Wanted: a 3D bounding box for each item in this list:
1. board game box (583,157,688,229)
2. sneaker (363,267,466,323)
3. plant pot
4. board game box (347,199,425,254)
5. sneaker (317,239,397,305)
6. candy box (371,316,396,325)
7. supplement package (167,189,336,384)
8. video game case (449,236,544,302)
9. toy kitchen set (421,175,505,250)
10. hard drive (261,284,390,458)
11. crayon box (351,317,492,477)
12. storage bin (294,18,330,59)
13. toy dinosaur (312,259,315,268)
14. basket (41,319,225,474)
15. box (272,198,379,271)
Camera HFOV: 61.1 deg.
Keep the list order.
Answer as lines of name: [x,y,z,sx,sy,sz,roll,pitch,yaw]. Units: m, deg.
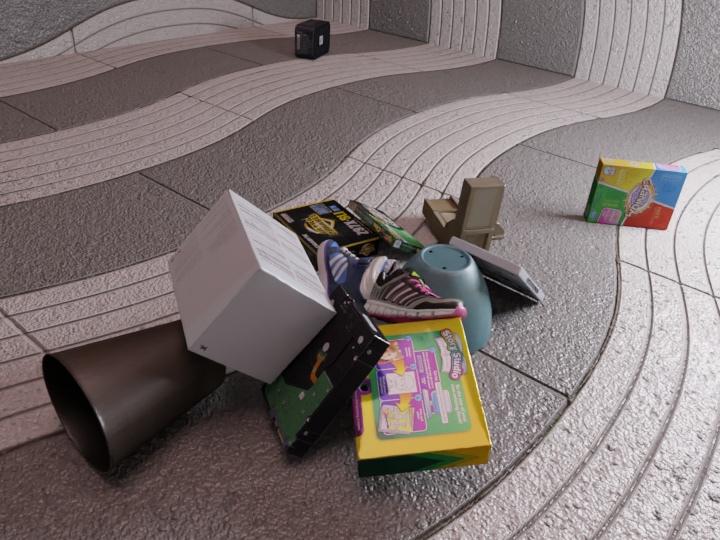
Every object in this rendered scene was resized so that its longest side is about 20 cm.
board game box: [0.656,-0.183,1.463,0.196,0.155,0.041,6,32,4]
sneaker: [0.084,0.037,0.956,0.073,0.089,0.198,21,-13,-39]
plant pot: [0.141,0.035,1.070,0.196,0.137,0.201,3,31,-2]
board game box: [0.058,-0.093,1.329,0.104,0.024,0.200,20,18,-39]
sneaker: [0.000,0.000,1.115,0.144,0.081,0.202,-19,39,12]
candy box: [0.014,0.139,0.958,0.197,0.062,0.137,16,36,16]
supplement package: [-0.162,0.022,0.881,0.150,0.152,0.201,33,16,-41]
video game case: [0.257,0.000,1.134,0.142,0.018,0.199,28,-2,32]
toy kitchen set: [0.255,-0.152,1.336,0.160,0.183,0.201,-5,37,-17]
hard drive: [-0.054,0.136,0.843,0.038,0.201,0.140,32,10,-34]
crayon box: [0.072,0.167,0.831,0.169,0.059,0.202,-5,49,-2]
storage bin: [-0.212,-1.032,2.716,0.092,0.137,0.201,13,33,14]
toy dinosaur: [-0.116,0.018,1.055,0.085,0.200,0.137,29,74,-5]
basket: [-0.297,0.152,0.838,0.180,0.137,0.198,41,41,25]
box: [-0.076,-0.081,1.311,0.157,0.050,0.200,-14,36,-30]
